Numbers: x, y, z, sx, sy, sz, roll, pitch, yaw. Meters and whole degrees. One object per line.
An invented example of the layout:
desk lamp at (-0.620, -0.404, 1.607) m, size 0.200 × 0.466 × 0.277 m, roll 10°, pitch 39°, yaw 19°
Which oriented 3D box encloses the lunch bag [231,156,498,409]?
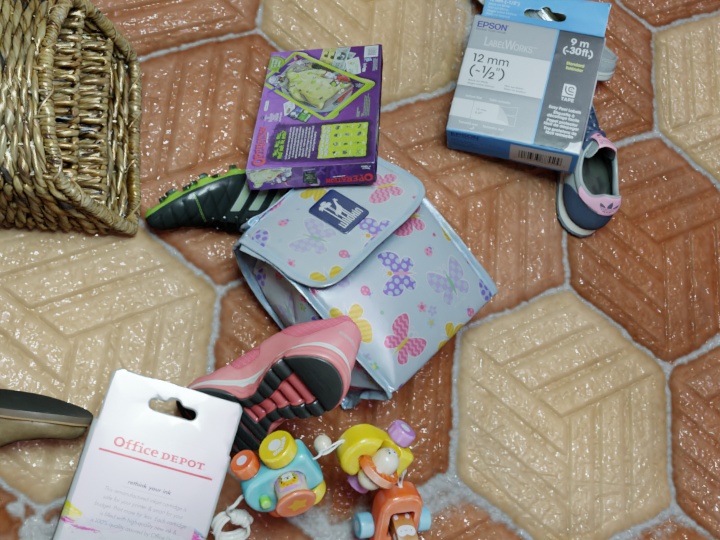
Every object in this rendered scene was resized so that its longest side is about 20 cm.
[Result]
lunch bag at (0.000, 0.000, 0.874) m, size 0.170 × 0.127 × 0.200 m, roll -40°, pitch 94°, yaw -28°

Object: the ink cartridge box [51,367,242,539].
ink cartridge box at (-0.180, 0.191, 0.764) m, size 0.115 × 0.068 × 0.201 m, roll 19°, pitch 77°, yaw -12°

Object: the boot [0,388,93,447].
boot at (-0.322, 0.135, 0.764) m, size 0.199 × 0.074 × 0.076 m, roll 4°, pitch 89°, yaw -14°

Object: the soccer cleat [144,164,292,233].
soccer cleat at (-0.106, -0.062, 0.905) m, size 0.200 × 0.067 × 0.081 m, roll -19°, pitch 90°, yaw -24°

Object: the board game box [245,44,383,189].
board game box at (-0.040, -0.154, 0.912) m, size 0.120 × 0.032 × 0.200 m, roll 1°, pitch 45°, yaw 4°

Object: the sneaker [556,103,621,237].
sneaker at (0.255, -0.143, 1.047) m, size 0.070 × 0.082 × 0.201 m, roll 0°, pitch 71°, yaw -19°

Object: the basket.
basket at (-0.263, -0.146, 0.834) m, size 0.149 × 0.143 × 0.201 m, roll 4°, pitch 70°, yaw -17°

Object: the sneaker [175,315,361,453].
sneaker at (-0.073, 0.094, 0.803) m, size 0.074 × 0.200 × 0.087 m, roll 54°, pitch 38°, yaw -17°

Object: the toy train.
toy train at (-0.018, 0.199, 0.787) m, size 0.199 × 0.151 × 0.056 m, roll 3°, pitch 29°, yaw -23°

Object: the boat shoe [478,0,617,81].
boat shoe at (0.220, -0.296, 1.090) m, size 0.202 × 0.065 × 0.074 m, roll 40°, pitch 37°, yaw 3°

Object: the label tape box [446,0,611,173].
label tape box at (0.184, -0.220, 1.011) m, size 0.143 × 0.066 × 0.201 m, roll 13°, pitch 81°, yaw 11°
